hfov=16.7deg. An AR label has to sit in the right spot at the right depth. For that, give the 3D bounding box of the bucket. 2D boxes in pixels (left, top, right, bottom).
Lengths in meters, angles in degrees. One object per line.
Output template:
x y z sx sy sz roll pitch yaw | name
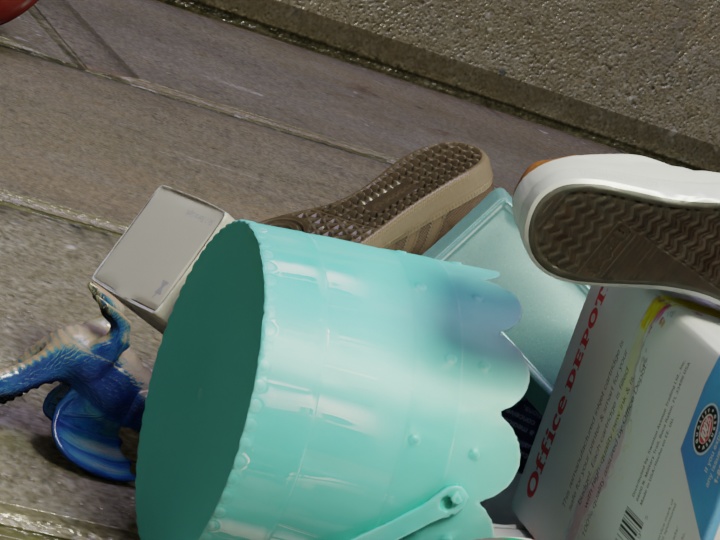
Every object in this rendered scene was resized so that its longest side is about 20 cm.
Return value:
-0.021 0.077 1.215 0.134 0.208 0.207 14 13 -19 | bucket

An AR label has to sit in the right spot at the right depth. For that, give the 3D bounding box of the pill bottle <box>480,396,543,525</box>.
0.087 0.073 1.364 0.115 0.200 0.116 26 -4 2 | pill bottle

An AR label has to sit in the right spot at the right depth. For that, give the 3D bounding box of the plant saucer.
0.118 0.048 1.293 0.200 0.070 0.019 47 -13 5 | plant saucer

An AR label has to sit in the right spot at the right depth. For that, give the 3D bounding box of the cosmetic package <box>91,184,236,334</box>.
-0.048 0.042 1.426 0.200 0.073 0.103 41 -8 -29 | cosmetic package

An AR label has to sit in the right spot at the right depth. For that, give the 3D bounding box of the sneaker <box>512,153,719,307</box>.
0.166 -0.020 1.134 0.199 0.073 0.085 14 16 -11 | sneaker

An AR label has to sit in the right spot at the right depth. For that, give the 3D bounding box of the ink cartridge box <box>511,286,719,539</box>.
0.186 0.101 1.159 0.146 0.147 0.200 14 14 -19 | ink cartridge box

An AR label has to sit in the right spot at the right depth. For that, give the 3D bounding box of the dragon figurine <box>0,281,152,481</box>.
-0.138 0.076 1.339 0.200 0.100 0.059 37 3 -23 | dragon figurine

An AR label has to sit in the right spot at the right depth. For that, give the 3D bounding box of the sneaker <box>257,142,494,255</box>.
0.000 0.000 1.352 0.200 0.076 0.070 -27 33 -29 | sneaker

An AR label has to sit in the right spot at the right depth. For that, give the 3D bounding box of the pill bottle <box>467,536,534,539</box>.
0.018 0.173 1.039 0.113 0.113 0.200 28 14 32 | pill bottle

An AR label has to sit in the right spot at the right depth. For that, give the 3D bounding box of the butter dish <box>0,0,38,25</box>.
-0.388 -0.299 2.432 0.199 0.148 0.200 11 -26 -38 | butter dish

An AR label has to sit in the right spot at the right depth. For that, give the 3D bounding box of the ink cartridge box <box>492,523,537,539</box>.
0.149 0.206 1.192 0.144 0.084 0.200 9 17 -42 | ink cartridge box
